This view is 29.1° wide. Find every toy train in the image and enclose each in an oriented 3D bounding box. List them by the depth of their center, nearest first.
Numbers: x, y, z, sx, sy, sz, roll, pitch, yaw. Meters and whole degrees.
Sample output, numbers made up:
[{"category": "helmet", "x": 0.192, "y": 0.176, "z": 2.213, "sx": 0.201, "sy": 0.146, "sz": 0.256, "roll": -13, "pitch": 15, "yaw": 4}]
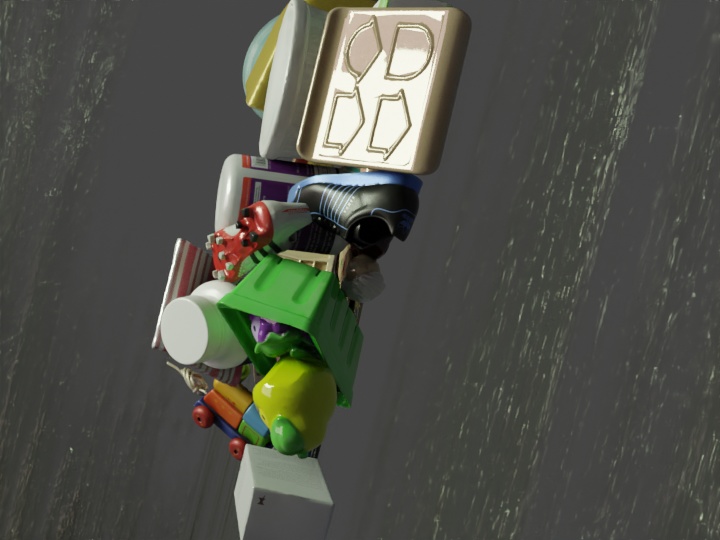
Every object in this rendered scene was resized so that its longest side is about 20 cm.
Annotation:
[{"category": "toy train", "x": -0.189, "y": 0.160, "z": 1.923, "sx": 0.085, "sy": 0.200, "sz": 0.116, "roll": -38, "pitch": -19, "yaw": -42}]

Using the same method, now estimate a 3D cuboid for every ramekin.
[{"category": "ramekin", "x": -0.060, "y": -0.229, "z": 1.716, "sx": 0.202, "sy": 0.094, "sz": 0.203, "roll": -169, "pitch": 90, "yaw": -80}]

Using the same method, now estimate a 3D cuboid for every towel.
[{"category": "towel", "x": -0.201, "y": 0.059, "z": 1.802, "sx": 0.200, "sy": 0.030, "sz": 0.147, "roll": 36, "pitch": -120, "yaw": -57}]

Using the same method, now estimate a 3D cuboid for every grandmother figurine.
[{"category": "grandmother figurine", "x": 0.015, "y": -0.057, "z": 1.649, "sx": 0.121, "sy": 0.060, "sz": 0.201, "roll": 142, "pitch": 142, "yaw": -67}]

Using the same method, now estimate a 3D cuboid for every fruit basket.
[{"category": "fruit basket", "x": -0.084, "y": 0.113, "z": 1.612, "sx": 0.216, "sy": 0.155, "sz": 0.216, "roll": -46, "pitch": -35, "yaw": -46}]

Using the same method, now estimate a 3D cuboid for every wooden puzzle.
[{"category": "wooden puzzle", "x": 0.030, "y": -0.202, "z": 1.560, "sx": 0.200, "sy": 0.046, "sz": 0.186, "roll": 11, "pitch": 87, "yaw": 40}]

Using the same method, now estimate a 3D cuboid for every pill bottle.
[{"category": "pill bottle", "x": -0.151, "y": 0.063, "z": 1.739, "sx": 0.200, "sy": 0.111, "sz": 0.111, "roll": -9, "pitch": -58, "yaw": -51}, {"category": "pill bottle", "x": -0.080, "y": -0.080, "z": 1.755, "sx": 0.112, "sy": 0.199, "sz": 0.113, "roll": -173, "pitch": 90, "yaw": -79}]

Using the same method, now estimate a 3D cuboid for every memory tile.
[{"category": "memory tile", "x": -0.035, "y": 0.064, "z": 1.863, "sx": 0.153, "sy": 0.017, "sz": 0.201, "roll": -123, "pitch": 44, "yaw": -81}]

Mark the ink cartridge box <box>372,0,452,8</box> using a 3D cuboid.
[{"category": "ink cartridge box", "x": 0.037, "y": -0.250, "z": 1.722, "sx": 0.200, "sy": 0.084, "sz": 0.146, "roll": 165, "pitch": 118, "yaw": -79}]

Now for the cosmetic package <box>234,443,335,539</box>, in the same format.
[{"category": "cosmetic package", "x": -0.097, "y": 0.280, "z": 1.707, "sx": 0.200, "sy": 0.101, "sz": 0.071, "roll": -134, "pitch": 58, "yaw": -80}]

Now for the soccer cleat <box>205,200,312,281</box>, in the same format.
[{"category": "soccer cleat", "x": -0.123, "y": -0.036, "z": 1.651, "sx": 0.200, "sy": 0.085, "sz": 0.069, "roll": -38, "pitch": 65, "yaw": 61}]

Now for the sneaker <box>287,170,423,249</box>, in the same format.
[{"category": "sneaker", "x": -0.016, "y": -0.065, "z": 1.595, "sx": 0.200, "sy": 0.070, "sz": 0.078, "roll": -7, "pitch": 62, "yaw": 45}]

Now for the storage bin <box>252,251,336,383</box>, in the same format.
[{"category": "storage bin", "x": -0.095, "y": 0.052, "z": 1.960, "sx": 0.200, "sy": 0.093, "sz": 0.199, "roll": 104, "pitch": 177, "yaw": -74}]

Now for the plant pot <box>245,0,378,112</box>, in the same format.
[{"category": "plant pot", "x": -0.041, "y": -0.311, "z": 1.995, "sx": 0.196, "sy": 0.194, "sz": 0.200, "roll": -105, "pitch": 36, "yaw": -72}]

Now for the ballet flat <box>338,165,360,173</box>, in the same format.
[{"category": "ballet flat", "x": -0.019, "y": -0.102, "z": 1.911, "sx": 0.200, "sy": 0.064, "sz": 0.076, "roll": 122, "pitch": 173, "yaw": -62}]

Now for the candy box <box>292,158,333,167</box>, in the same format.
[{"category": "candy box", "x": -0.071, "y": -0.135, "z": 1.914, "sx": 0.200, "sy": 0.056, "sz": 0.117, "roll": 114, "pitch": 173, "yaw": -66}]

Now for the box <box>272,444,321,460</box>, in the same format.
[{"category": "box", "x": -0.093, "y": 0.258, "z": 1.911, "sx": 0.200, "sy": 0.038, "sz": 0.137, "roll": -129, "pitch": 53, "yaw": -79}]

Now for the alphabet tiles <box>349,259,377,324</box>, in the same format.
[{"category": "alphabet tiles", "x": 0.000, "y": 0.000, "z": 1.828, "sx": 0.200, "sy": 0.006, "sz": 0.167, "roll": 147, "pitch": 135, "yaw": -77}]

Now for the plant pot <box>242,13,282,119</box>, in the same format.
[{"category": "plant pot", "x": -0.068, "y": -0.299, "z": 2.184, "sx": 0.134, "sy": 0.200, "sz": 0.201, "roll": 39, "pitch": 117, "yaw": 53}]
